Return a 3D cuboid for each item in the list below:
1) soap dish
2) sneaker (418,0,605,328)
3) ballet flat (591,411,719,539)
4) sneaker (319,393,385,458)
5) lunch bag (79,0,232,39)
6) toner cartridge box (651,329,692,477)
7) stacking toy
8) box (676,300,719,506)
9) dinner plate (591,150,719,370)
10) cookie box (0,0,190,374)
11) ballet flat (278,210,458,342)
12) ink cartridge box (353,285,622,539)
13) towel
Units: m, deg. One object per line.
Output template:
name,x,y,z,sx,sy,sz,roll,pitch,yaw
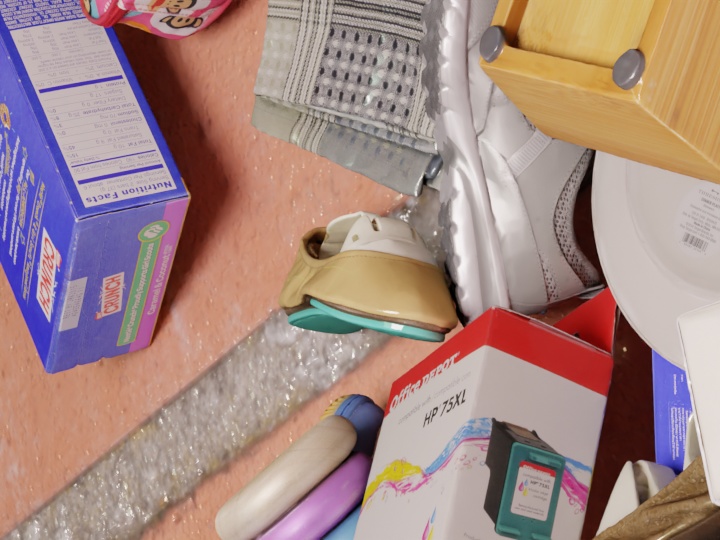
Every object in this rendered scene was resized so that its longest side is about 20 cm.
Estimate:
soap dish,0.133,-0.145,0.799,0.157,0.081,0.201,26,98,62
sneaker,0.074,-0.074,0.923,0.075,0.081,0.202,-119,23,-77
ballet flat,0.143,0.096,0.807,0.200,0.067,0.073,-52,36,38
sneaker,0.012,0.166,1.020,0.088,0.075,0.202,6,99,30
lunch bag,-0.095,-0.244,1.083,0.200,0.081,0.177,-37,54,50
toner cartridge box,0.178,0.125,0.842,0.095,0.043,0.202,0,92,47
stacking toy,0.021,0.171,0.950,0.200,0.085,0.085,50,131,1
box,0.206,0.037,0.690,0.082,0.199,0.069,-20,76,43
dinner plate,0.170,-0.052,0.822,0.199,0.024,0.202,-18,65,45
cookie box,-0.182,-0.069,1.166,0.201,0.075,0.171,64,153,24
ballet flat,0.000,0.000,0.975,0.200,0.068,0.064,180,103,-72
ink cartridge box,0.051,0.097,0.880,0.116,0.067,0.201,-42,29,58
towel,0.011,-0.147,1.017,0.192,0.034,0.202,21,108,45
